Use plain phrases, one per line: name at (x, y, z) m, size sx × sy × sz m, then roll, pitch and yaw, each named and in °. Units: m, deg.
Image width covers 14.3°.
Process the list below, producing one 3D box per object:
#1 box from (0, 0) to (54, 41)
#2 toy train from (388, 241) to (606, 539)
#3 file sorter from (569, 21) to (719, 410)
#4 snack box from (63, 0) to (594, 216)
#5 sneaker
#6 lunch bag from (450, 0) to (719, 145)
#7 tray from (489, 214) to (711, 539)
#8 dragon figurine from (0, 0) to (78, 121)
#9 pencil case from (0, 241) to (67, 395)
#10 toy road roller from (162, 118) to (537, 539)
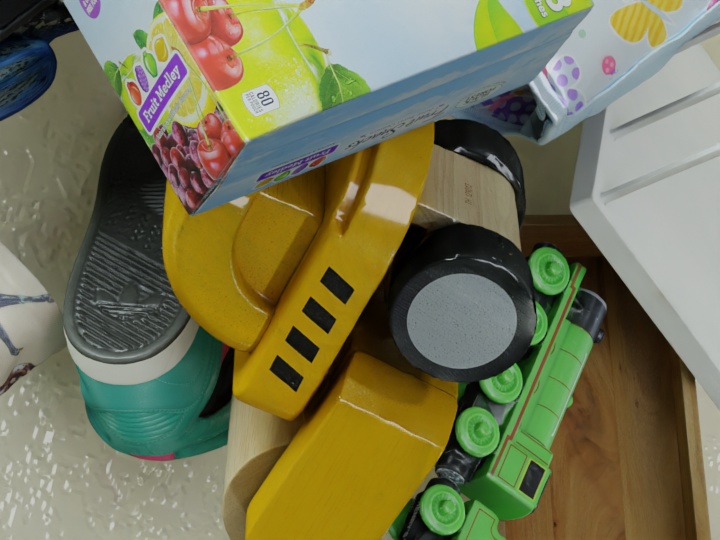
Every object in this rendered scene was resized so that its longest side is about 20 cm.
box at (-0.160, -0.192, 1.112) m, size 0.198 × 0.050 × 0.200 m, roll -39°, pitch 130°, yaw -17°
toy train at (0.060, 0.076, 1.269) m, size 0.056 × 0.042 × 0.200 m, roll 36°, pitch 60°, yaw -18°
file sorter at (0.193, -0.065, 1.336) m, size 0.139 × 0.125 × 0.200 m, roll 50°, pitch 33°, yaw -28°
snack box at (-0.036, -0.141, 1.078) m, size 0.169 × 0.068 × 0.200 m, roll -22°, pitch 76°, yaw -31°
sneaker at (-0.075, 0.010, 1.278) m, size 0.121 × 0.084 × 0.200 m, roll 85°, pitch 18°, yaw -44°
lunch bag at (0.075, -0.167, 1.287) m, size 0.170 × 0.127 × 0.200 m, roll -36°, pitch 68°, yaw -22°
tray at (0.105, 0.066, 1.328) m, size 0.099 × 0.037 × 0.200 m, roll 0°, pitch 57°, yaw -2°
dragon figurine at (-0.167, -0.093, 1.212) m, size 0.200 × 0.099 × 0.059 m, roll -34°, pitch 106°, yaw -24°
pencil case at (-0.207, 0.063, 1.206) m, size 0.078 × 0.089 × 0.200 m, roll 40°, pitch 69°, yaw 6°
toy road roller at (-0.026, 0.014, 1.154) m, size 0.146 × 0.123 × 0.200 m, roll 24°, pitch 118°, yaw -13°
